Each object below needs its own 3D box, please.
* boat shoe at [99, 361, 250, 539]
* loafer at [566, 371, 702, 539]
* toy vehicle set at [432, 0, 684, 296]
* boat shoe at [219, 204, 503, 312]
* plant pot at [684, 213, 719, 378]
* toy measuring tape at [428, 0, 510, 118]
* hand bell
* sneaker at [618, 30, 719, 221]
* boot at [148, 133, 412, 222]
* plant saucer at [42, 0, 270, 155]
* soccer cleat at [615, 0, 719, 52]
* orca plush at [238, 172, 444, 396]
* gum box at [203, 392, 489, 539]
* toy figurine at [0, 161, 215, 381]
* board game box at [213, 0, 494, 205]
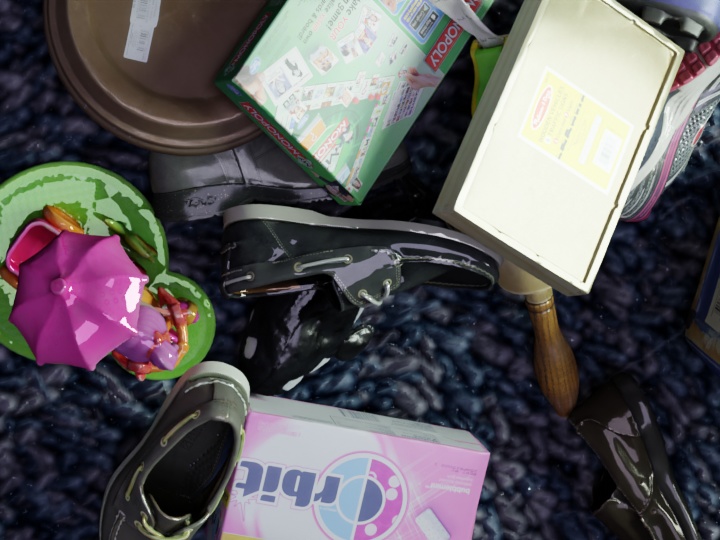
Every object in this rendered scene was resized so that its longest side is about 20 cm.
[{"bbox_3d":[-0.139,0.159,1.480,0.072,0.060,0.202,21,118,-16],"label":"boat shoe"},{"bbox_3d":[0.212,0.179,1.584,0.071,0.073,0.201,-21,98,-1],"label":"loafer"},{"bbox_3d":[0.141,-0.098,1.422,0.124,0.026,0.200,32,72,-24],"label":"toy vehicle set"},{"bbox_3d":[0.000,0.000,1.433,0.199,0.072,0.068,5,70,-3],"label":"boat shoe"},{"bbox_3d":[0.355,0.019,1.513,0.179,0.200,0.201,15,99,-7],"label":"plant pot"},{"bbox_3d":[0.090,-0.133,1.443,0.200,0.074,0.074,34,94,-38],"label":"toy measuring tape"},{"bbox_3d":[0.137,0.028,1.526,0.104,0.104,0.200,-22,123,-6],"label":"hand bell"},{"bbox_3d":[0.231,-0.128,1.520,0.200,0.081,0.075,-52,135,3],"label":"sneaker"},{"bbox_3d":[-0.064,-0.112,1.463,0.199,0.068,0.131,-9,98,-11],"label":"boot"},{"bbox_3d":[-0.121,-0.181,1.422,0.199,0.029,0.201,1,85,-11],"label":"plant saucer"},{"bbox_3d":[0.176,-0.228,1.477,0.200,0.065,0.084,24,76,4],"label":"soccer cleat"},{"bbox_3d":[-0.011,0.018,1.495,0.200,0.071,0.105,-36,107,-3],"label":"orca plush"},{"bbox_3d":[-0.005,0.167,1.531,0.199,0.066,0.114,11,99,-13],"label":"gum box"},{"bbox_3d":[-0.176,0.028,1.405,0.200,0.184,0.150,36,93,-17],"label":"toy figurine"},{"bbox_3d":[0.001,-0.165,1.432,0.135,0.029,0.200,44,68,-27],"label":"board game box"}]
